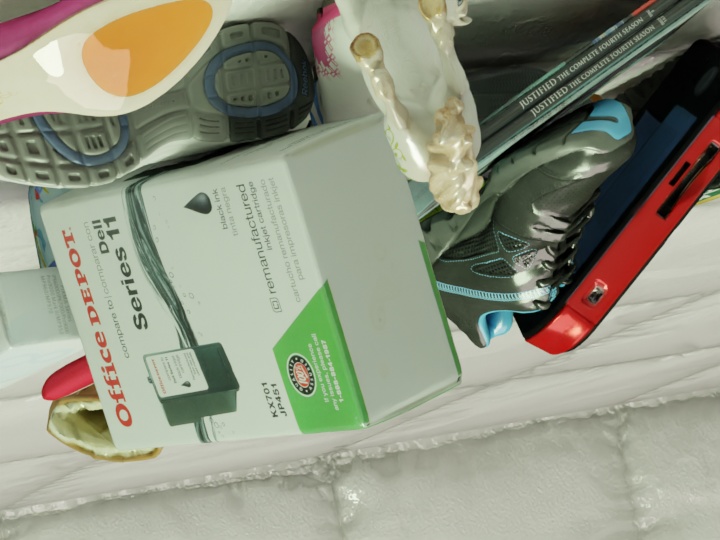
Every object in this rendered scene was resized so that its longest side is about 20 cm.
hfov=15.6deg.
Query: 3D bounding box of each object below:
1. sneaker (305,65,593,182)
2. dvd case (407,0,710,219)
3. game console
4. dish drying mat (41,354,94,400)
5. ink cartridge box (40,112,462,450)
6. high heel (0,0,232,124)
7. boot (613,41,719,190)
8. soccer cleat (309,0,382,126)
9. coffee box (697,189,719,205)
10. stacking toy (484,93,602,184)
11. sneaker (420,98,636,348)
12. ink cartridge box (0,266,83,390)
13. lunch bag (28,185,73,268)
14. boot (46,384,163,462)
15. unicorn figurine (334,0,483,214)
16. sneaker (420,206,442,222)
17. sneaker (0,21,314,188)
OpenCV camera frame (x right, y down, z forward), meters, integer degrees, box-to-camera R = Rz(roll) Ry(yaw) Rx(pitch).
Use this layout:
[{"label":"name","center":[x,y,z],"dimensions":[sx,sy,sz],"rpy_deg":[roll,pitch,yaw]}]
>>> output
[{"label":"sneaker","center":[0.056,-0.085,1.564],"dimensions":[0.199,0.073,0.071],"rpy_deg":[5,172,-34]},{"label":"dvd case","center":[0.103,-0.093,1.446],"dimensions":[0.200,0.022,0.146],"rpy_deg":[-35,178,-19]},{"label":"game console","center":[0.155,-0.047,1.542],"dimensions":[0.200,0.031,0.177],"rpy_deg":[-51,-167,7]},{"label":"dish drying mat","center":[-0.093,0.026,1.525],"dimensions":[0.200,0.018,0.077],"rpy_deg":[-26,180,27]},{"label":"ink cartridge box","center":[-0.060,0.010,1.368],"dimensions":[0.200,0.147,0.083],"rpy_deg":[-10,-169,46]},{"label":"high heel","center":[-0.159,-0.104,1.238],"dimensions":[0.200,0.096,0.067],"rpy_deg":[-32,132,1]},{"label":"boot","center":[0.255,-0.097,1.692],"dimensions":[0.157,0.080,0.211],"rpy_deg":[-2,173,-33]},{"label":"soccer cleat","center":[0.012,-0.089,1.381],"dimensions":[0.070,0.087,0.200],"rpy_deg":[-12,171,-5]},{"label":"coffee box","center":[0.197,-0.071,1.882],"dimensions":[0.123,0.044,0.200],"rpy_deg":[-18,169,31]},{"label":"stacking toy","center":[0.076,-0.059,1.685],"dimensions":[0.200,0.116,0.110],"rpy_deg":[-33,163,25]},{"label":"sneaker","center":[0.100,-0.027,1.450],"dimensions":[0.073,0.082,0.200],"rpy_deg":[-32,175,-37]},{"label":"ink cartridge box","center":[-0.165,0.037,1.515],"dimensions":[0.200,0.047,0.160],"rpy_deg":[-4,166,-40]},{"label":"lunch bag","center":[-0.115,-0.033,1.563],"dimensions":[0.160,0.083,0.200],"rpy_deg":[-11,171,-6]},{"label":"boot","center":[-0.137,0.040,1.686],"dimensions":[0.175,0.066,0.200],"rpy_deg":[-6,-149,43]},{"label":"unicorn figurine","center":[0.024,-0.107,1.212],"dimensions":[0.074,0.201,0.137],"rpy_deg":[-10,145,15]},{"label":"sneaker","center":[0.000,0.000,1.582],"dimensions":[0.199,0.074,0.084],"rpy_deg":[-20,-177,12]},{"label":"sneaker","center":[-0.124,-0.076,1.337],"dimensions":[0.199,0.075,0.087],"rpy_deg":[-7,174,-27]}]
